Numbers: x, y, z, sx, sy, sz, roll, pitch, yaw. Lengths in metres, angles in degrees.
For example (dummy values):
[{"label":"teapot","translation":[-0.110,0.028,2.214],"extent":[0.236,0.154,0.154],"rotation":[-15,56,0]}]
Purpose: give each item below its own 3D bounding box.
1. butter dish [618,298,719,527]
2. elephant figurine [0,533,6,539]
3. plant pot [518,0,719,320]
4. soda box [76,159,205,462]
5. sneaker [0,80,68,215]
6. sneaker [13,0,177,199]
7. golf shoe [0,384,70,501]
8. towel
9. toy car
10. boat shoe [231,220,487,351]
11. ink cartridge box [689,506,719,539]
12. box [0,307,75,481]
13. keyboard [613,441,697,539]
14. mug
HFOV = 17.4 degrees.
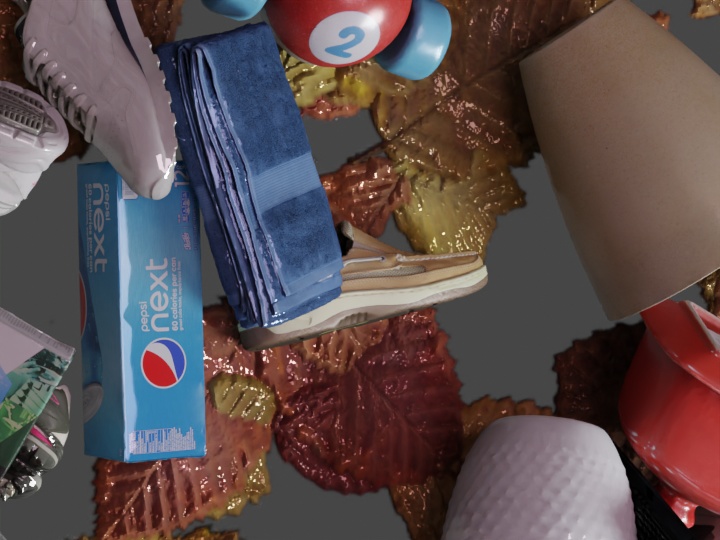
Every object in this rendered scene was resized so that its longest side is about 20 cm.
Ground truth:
[{"label":"butter dish","translation":[0.270,0.130,1.791],"extent":[0.199,0.200,0.148],"rotation":[31,102,-12]},{"label":"elephant figurine","translation":[-0.235,0.260,1.517],"extent":[0.200,0.155,0.142],"rotation":[34,108,-17]},{"label":"plant pot","translation":[0.211,-0.098,1.760],"extent":[0.187,0.187,0.200],"rotation":[-34,94,-27]},{"label":"soda box","translation":[-0.148,0.026,1.587],"extent":[0.064,0.068,0.201],"rotation":[-1,91,-31]},{"label":"sneaker","translation":[-0.293,-0.090,1.494],"extent":[0.199,0.078,0.100],"rotation":[26,119,-11]},{"label":"sneaker","translation":[-0.178,-0.126,1.534],"extent":[0.080,0.076,0.200],"rotation":[-12,60,-26]},{"label":"golf shoe","translation":[-0.275,0.064,1.518],"extent":[0.200,0.077,0.088],"rotation":[40,38,-16]},{"label":"towel","translation":[-0.068,-0.067,1.584],"extent":[0.112,0.048,0.201],"rotation":[-24,98,-55]},{"label":"toy car","translation":[0.021,-0.231,1.612],"extent":[0.184,0.200,0.178],"rotation":[16,82,-30]},{"label":"boat shoe","translation":[0.000,0.000,1.682],"extent":[0.199,0.072,0.076],"rotation":[-13,85,-31]},{"label":"ink cartridge box","translation":[0.282,0.280,1.846],"extent":[0.200,0.083,0.145],"rotation":[-43,111,-25]},{"label":"box","translation":[-0.286,0.099,1.450],"extent":[0.144,0.036,0.200],"rotation":[30,101,-5]},{"label":"keyboard","translation":[0.215,0.209,1.744],"extent":[0.039,0.200,0.104],"rotation":[-21,113,-6]},{"label":"mug","translation":[0.141,0.209,1.737],"extent":[0.200,0.147,0.176],"rotation":[34,58,-58]}]
